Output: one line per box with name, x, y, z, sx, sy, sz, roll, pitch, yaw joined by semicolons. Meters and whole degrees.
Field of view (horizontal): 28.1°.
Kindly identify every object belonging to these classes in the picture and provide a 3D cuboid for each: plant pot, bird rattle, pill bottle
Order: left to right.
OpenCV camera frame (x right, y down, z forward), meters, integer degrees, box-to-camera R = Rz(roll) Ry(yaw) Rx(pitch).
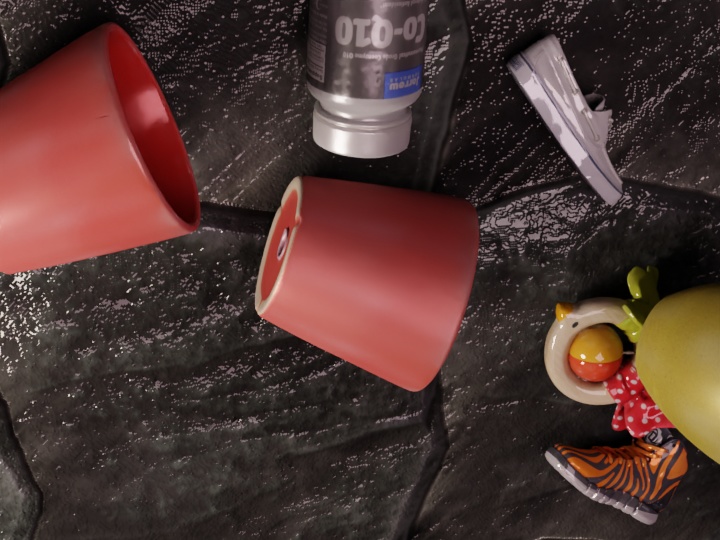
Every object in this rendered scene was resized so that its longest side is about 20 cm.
plant pot;-0.260;-0.095;1.270;0.176;0.201;0.202;-21;121;6
plant pot;0.000;0.000;1.410;0.175;0.201;0.202;17;110;-13
pill bottle;0.006;-0.216;1.340;0.112;0.114;0.202;-5;117;-16
bird rattle;0.286;0.094;1.614;0.161;0.113;0.202;2;124;-1
plant pot;0.368;0.092;1.472;0.199;0.141;0.202;-20;120;-40

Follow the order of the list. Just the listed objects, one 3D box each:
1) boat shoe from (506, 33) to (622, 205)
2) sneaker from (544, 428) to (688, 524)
boat shoe;0.226;-0.152;1.466;0.065;0.074;0.200;-36;122;7
sneaker;0.306;0.215;1.682;0.199;0.078;0.113;27;101;-38
